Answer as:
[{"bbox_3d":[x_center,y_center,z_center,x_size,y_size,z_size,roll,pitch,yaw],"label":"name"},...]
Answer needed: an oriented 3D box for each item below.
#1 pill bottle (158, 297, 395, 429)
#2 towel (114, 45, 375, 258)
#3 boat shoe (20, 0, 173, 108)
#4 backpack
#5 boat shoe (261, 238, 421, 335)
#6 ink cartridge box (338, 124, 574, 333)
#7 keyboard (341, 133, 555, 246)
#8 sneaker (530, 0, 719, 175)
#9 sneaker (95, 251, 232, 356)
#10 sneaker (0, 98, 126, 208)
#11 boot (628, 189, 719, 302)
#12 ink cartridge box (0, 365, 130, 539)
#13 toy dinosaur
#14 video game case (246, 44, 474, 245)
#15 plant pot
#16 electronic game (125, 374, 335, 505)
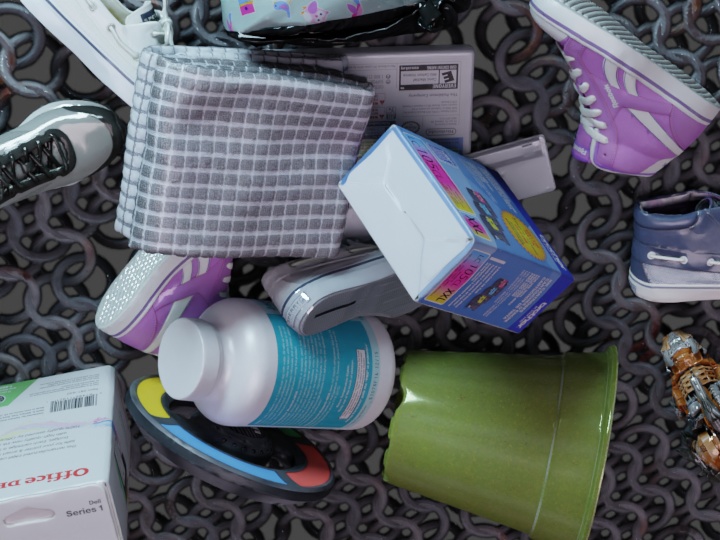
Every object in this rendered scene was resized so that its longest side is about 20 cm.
[{"bbox_3d":[-0.075,0.082,1.631,0.200,0.111,0.111,6,120,-40],"label":"pill bottle"},{"bbox_3d":[-0.090,-0.094,1.527,0.200,0.086,0.166,1,107,-27],"label":"towel"},{"bbox_3d":[-0.184,-0.195,1.546,0.086,0.075,0.202,-44,104,11],"label":"boat shoe"},{"bbox_3d":[-0.018,-0.244,1.501,0.199,0.167,0.127,-8,98,1],"label":"backpack"},{"bbox_3d":[0.000,0.000,1.634,0.200,0.067,0.074,-11,140,-48],"label":"boat shoe"},{"bbox_3d":[0.089,-0.029,1.560,0.076,0.137,0.200,-43,149,18],"label":"ink cartridge box"},{"bbox_3d":[0.070,-0.069,1.646,0.200,0.011,0.056,-15,123,1],"label":"keyboard"},{"bbox_3d":[0.201,-0.151,1.599,0.200,0.073,0.114,35,111,-21],"label":"sneaker"},{"bbox_3d":[-0.131,-0.001,1.653,0.114,0.073,0.200,31,115,-28],"label":"sneaker"},{"bbox_3d":[-0.292,-0.085,1.581,0.200,0.079,0.074,-18,116,1],"label":"sneaker"},{"bbox_3d":[0.342,-0.026,1.682,0.199,0.073,0.091,-6,123,-3],"label":"boot"},{"bbox_3d":[-0.281,0.177,1.646,0.144,0.200,0.084,-11,117,0],"label":"ink cartridge box"},{"bbox_3d":[0.334,0.154,1.734,0.102,0.136,0.200,-9,76,15],"label":"toy dinosaur"},{"bbox_3d":[-0.003,-0.107,1.634,0.199,0.022,0.183,-2,117,-6],"label":"video game case"},{"bbox_3d":[0.121,0.149,1.701,0.190,0.200,0.200,11,116,3],"label":"plant pot"},{"bbox_3d":[-0.114,0.147,1.650,0.200,0.200,0.042,23,101,-17],"label":"electronic game"}]
